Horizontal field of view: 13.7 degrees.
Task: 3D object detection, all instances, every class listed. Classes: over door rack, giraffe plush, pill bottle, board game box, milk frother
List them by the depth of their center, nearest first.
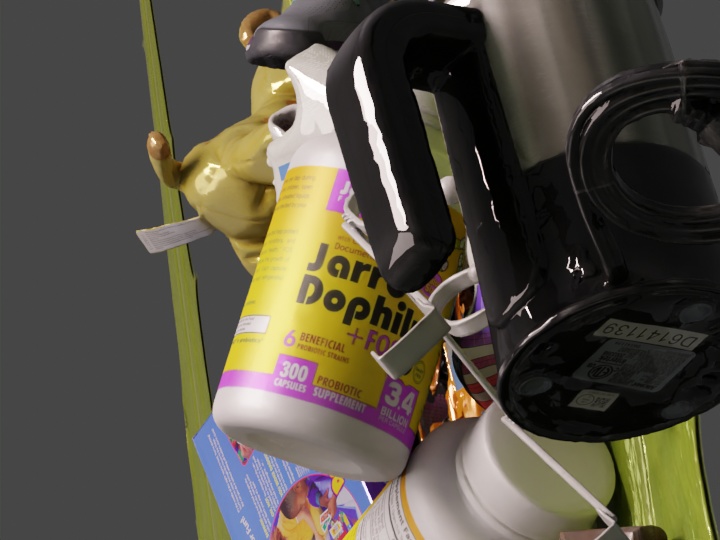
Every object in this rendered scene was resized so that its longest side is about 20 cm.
[{"bbox_3d":[0.107,-0.064,1.251,0.200,0.180,0.189,-34,52,28],"label":"milk frother"},{"bbox_3d":[0.064,0.037,1.366,0.148,0.067,0.200,49,-170,-20],"label":"over door rack"},{"bbox_3d":[0.000,0.000,1.539,0.104,0.104,0.201,132,156,-76],"label":"pill bottle"},{"bbox_3d":[0.051,0.152,1.565,0.200,0.109,0.110,-53,39,41],"label":"pill bottle"},{"bbox_3d":[-0.022,0.140,1.775,0.135,0.045,0.200,-53,48,39],"label":"board game box"},{"bbox_3d":[-0.028,-0.080,1.894,0.162,0.199,0.173,-63,-36,-39],"label":"giraffe plush"}]

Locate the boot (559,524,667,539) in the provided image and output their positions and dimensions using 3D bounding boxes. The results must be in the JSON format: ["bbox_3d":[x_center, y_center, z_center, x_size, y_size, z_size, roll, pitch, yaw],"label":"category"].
[{"bbox_3d":[0.122,0.233,1.453,0.186,0.064,0.201,125,136,-57],"label":"boot"}]

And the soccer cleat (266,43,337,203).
[{"bbox_3d":[-0.018,-0.045,1.708,0.086,0.070,0.200,39,140,24],"label":"soccer cleat"}]

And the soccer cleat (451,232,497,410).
[{"bbox_3d":[0.091,0.028,1.518,0.073,0.068,0.200,48,158,28],"label":"soccer cleat"}]

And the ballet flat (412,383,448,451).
[{"bbox_3d":[0.048,0.145,1.784,0.069,0.071,0.200,97,163,-50],"label":"ballet flat"}]

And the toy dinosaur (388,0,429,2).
[{"bbox_3d":[0.048,-0.130,1.701,0.088,0.047,0.201,15,111,63],"label":"toy dinosaur"}]

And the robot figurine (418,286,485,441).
[{"bbox_3d":[0.060,0.063,1.703,0.145,0.058,0.201,105,156,-57],"label":"robot figurine"}]

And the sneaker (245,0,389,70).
[{"bbox_3d":[-0.014,-0.162,1.763,0.200,0.074,0.088,-16,-71,-70],"label":"sneaker"}]

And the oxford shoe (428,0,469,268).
[{"bbox_3d":[0.066,-0.091,1.614,0.071,0.071,0.201,29,126,30],"label":"oxford shoe"}]
